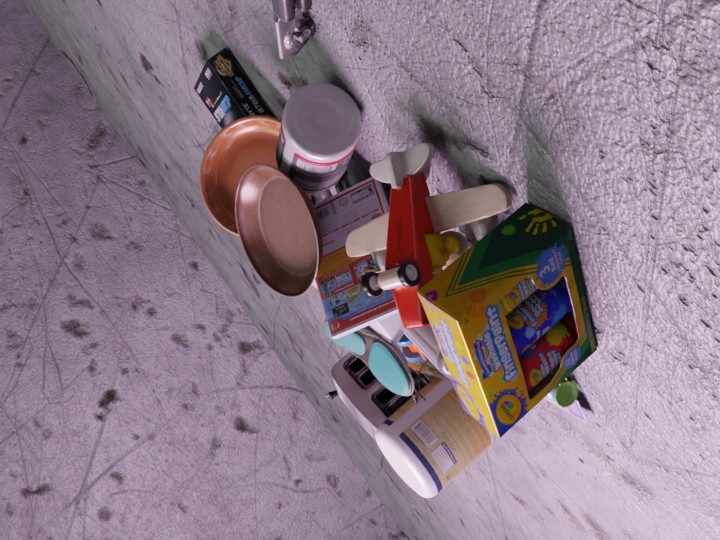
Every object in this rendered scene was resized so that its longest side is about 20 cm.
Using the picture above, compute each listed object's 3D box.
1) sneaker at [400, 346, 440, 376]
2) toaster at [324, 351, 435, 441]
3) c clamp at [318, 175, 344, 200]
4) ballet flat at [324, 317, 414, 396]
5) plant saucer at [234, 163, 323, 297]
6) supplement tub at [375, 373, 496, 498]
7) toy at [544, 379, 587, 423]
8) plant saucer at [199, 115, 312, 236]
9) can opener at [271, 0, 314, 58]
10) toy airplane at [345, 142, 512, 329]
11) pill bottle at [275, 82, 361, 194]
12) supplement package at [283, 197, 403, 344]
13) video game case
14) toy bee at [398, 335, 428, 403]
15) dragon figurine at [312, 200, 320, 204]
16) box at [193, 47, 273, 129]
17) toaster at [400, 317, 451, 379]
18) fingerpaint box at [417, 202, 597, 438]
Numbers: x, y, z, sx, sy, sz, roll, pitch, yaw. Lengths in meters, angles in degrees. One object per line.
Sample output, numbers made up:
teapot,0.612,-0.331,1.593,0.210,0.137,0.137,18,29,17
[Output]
sneaker,0.088,0.115,1.474,0.198,0.088,0.076,28,158,2
toaster,0.053,0.216,1.554,0.181,0.199,0.119,45,168,26
c clamp,-0.035,-0.124,1.408,0.171,0.027,0.201,46,165,44
ballet flat,0.026,0.121,1.321,0.199,0.063,0.068,35,127,31
plant saucer,-0.114,-0.061,1.230,0.199,0.036,0.203,27,128,41
supplement tub,0.139,0.261,1.388,0.145,0.199,0.145,47,164,18
toy,0.226,0.148,1.176,0.116,0.047,0.200,61,162,-21
plant saucer,-0.168,-0.153,1.382,0.201,0.200,0.037,51,-172,7
can opener,-0.096,-0.347,1.041,0.067,0.053,0.201,46,162,21
toy airplane,0.077,-0.052,1.015,0.140,0.200,0.200,19,-161,-40
pill bottle,-0.066,-0.179,1.206,0.111,0.110,0.200,52,164,4
supplement package,0.000,0.000,1.297,0.199,0.118,0.117,34,172,26
video game case,-0.007,-0.020,1.217,0.017,0.142,0.202,22,-132,-63
toy bee,0.113,0.112,1.374,0.131,0.108,0.202,49,-162,-65
dragon figurine,-0.050,-0.052,1.483,0.199,0.100,0.059,30,175,18
box,-0.234,-0.306,1.542,0.160,0.046,0.200,55,164,-10
toaster,0.139,0.079,1.073,0.198,0.115,0.129,22,-171,-35
fingerpaint box,0.170,0.059,0.926,0.073,0.166,0.201,35,156,47
